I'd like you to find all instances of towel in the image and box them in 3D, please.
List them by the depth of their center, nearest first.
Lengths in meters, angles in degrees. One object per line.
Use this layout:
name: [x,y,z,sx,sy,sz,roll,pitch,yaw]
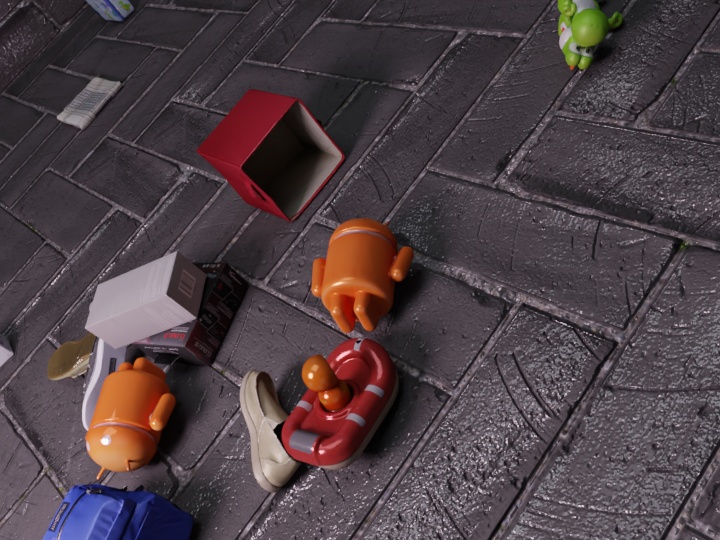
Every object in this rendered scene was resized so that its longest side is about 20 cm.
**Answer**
towel: [-0.835,-0.520,2.350,0.200,0.035,0.193,22,71,46]

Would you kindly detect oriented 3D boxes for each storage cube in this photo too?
storage cube: [-0.174,-0.229,1.503,0.180,0.171,0.200,24,72,47]

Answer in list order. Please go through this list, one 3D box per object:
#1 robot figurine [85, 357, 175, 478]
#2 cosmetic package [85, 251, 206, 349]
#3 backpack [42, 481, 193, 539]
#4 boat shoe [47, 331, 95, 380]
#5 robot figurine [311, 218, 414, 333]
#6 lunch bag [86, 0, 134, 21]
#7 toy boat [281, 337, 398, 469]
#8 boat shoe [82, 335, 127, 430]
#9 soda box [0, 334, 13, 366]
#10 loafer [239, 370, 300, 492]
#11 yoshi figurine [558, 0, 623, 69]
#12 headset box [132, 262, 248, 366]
robot figurine: [-0.387,0.248,1.286,0.144,0.117,0.200,9,52,-3]
cosmetic package: [-0.385,0.055,1.371,0.200,0.090,0.107,-21,45,27]
backpack: [-0.377,0.391,1.134,0.200,0.168,0.163,-5,46,39]
boat shoe: [-0.548,0.170,1.539,0.201,0.063,0.073,-32,54,21]
robot figurine: [0.002,0.000,1.217,0.144,0.117,0.200,-40,33,45]
lunch bag: [-0.890,-0.948,2.661,0.200,0.161,0.082,27,74,46]
toy boat: [-0.038,0.169,1.078,0.130,0.131,0.200,4,45,38]
boat shoe: [-0.485,0.201,1.428,0.066,0.070,0.200,-10,71,46]
soda box: [-0.884,0.227,1.730,0.200,0.064,0.068,-45,42,-4]
loafer: [-0.129,0.232,1.154,0.068,0.076,0.200,-28,52,13]
yoshi figurine: [0.385,-0.436,1.308,0.112,0.112,0.200,-8,54,23]
headset box: [-0.316,0.087,1.411,0.148,0.075,0.200,-1,56,37]
